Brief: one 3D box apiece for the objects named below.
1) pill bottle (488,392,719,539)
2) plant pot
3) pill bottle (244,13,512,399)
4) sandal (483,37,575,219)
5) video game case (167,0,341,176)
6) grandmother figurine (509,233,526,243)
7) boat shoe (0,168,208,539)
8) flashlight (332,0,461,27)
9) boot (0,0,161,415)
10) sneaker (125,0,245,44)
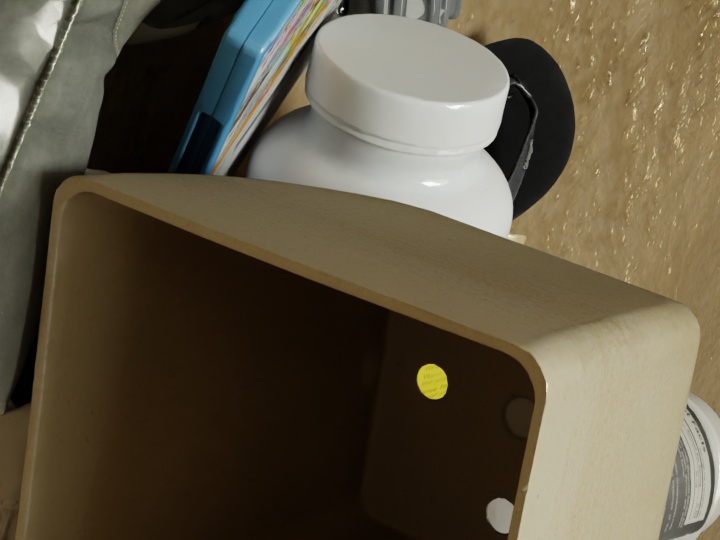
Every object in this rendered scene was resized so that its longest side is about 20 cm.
[{"bbox_3d":[0.127,0.114,1.412,0.200,0.116,0.117,-2,106,-63],"label":"pill bottle"},{"bbox_3d":[0.013,0.071,0.923,0.177,0.200,0.200,-19,124,-52],"label":"plant pot"},{"bbox_3d":[0.000,0.000,1.078,0.112,0.112,0.200,-32,142,-53],"label":"pill bottle"},{"bbox_3d":[0.048,-0.048,1.211,0.200,0.076,0.043,-46,-178,-43],"label":"sandal"},{"bbox_3d":[-0.033,-0.088,0.999,0.143,0.018,0.200,-58,180,-29],"label":"video game case"},{"bbox_3d":[0.046,0.080,1.257,0.121,0.060,0.200,-166,-97,-88],"label":"grandmother figurine"},{"bbox_3d":[-0.124,0.056,0.962,0.066,0.072,0.200,19,103,-31],"label":"boat shoe"},{"bbox_3d":[0.028,-0.205,1.111,0.068,0.068,0.200,-33,130,-57],"label":"flashlight"},{"bbox_3d":[-0.146,-0.062,0.862,0.182,0.073,0.200,28,95,-41],"label":"boot"},{"bbox_3d":[-0.055,-0.164,0.989,0.200,0.075,0.079,-59,135,-38],"label":"sneaker"}]
